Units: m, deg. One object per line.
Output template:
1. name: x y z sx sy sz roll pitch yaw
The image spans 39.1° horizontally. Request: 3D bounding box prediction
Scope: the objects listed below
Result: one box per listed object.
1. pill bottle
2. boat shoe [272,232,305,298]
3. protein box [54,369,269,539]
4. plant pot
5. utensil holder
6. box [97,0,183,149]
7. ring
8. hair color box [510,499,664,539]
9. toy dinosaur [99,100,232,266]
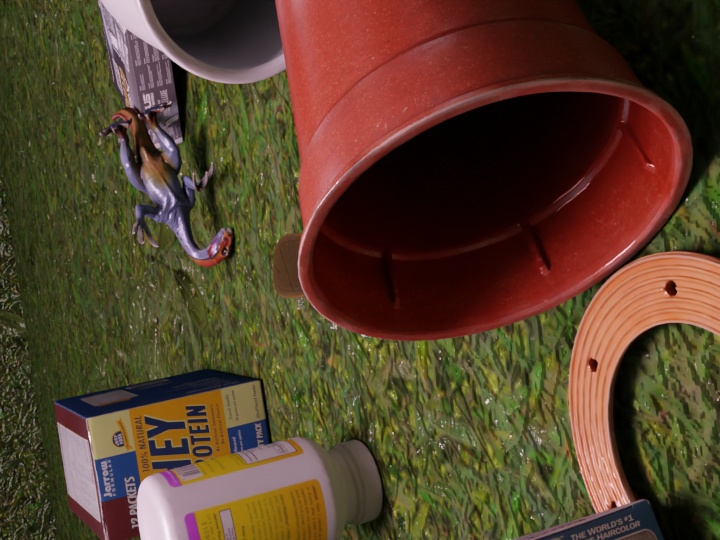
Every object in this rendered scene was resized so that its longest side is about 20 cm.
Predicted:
1. pill bottle: -0.084 0.205 0.873 0.104 0.198 0.105 33 128 56
2. boat shoe: -0.001 0.003 0.812 0.200 0.063 0.074 1 87 57
3. protein box: -0.229 0.204 1.168 0.200 0.197 0.137 -3 97 64
4. plant pot: 0.044 -0.099 0.544 0.201 0.199 0.197 116 145 -50
5. utensil holder: -0.135 -0.260 0.857 0.200 0.168 0.172 36 130 56
6. box: -0.270 -0.270 1.218 0.201 0.049 0.158 91 154 -46
7. ring: 0.175 0.090 0.516 0.200 0.019 0.203 35 130 56
8. hair color box: 0.092 0.192 0.599 0.200 0.099 0.061 123 131 -64
9. toy dinosaur: -0.208 -0.096 1.151 0.200 0.104 0.183 -112 -2 -68
